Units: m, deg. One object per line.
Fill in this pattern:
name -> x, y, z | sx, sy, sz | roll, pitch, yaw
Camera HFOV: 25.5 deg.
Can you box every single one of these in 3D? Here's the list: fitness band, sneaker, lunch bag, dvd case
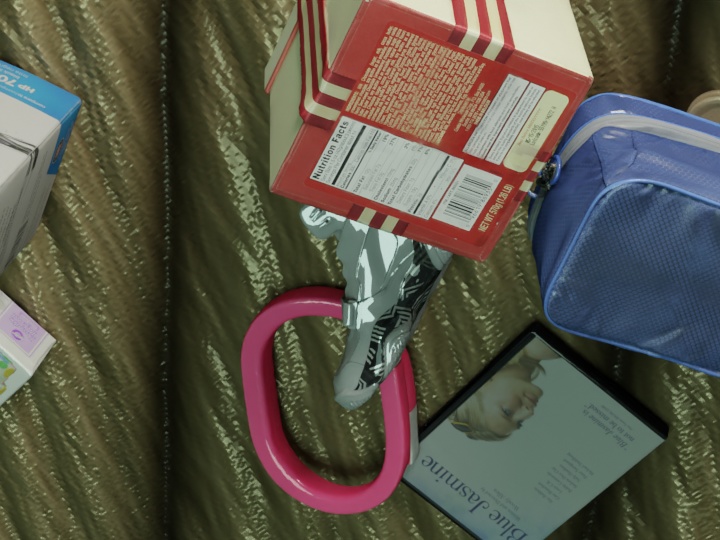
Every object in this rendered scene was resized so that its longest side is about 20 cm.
fitness band -> -0.027, 0.109, 1.309 | 0.144, 0.037, 0.200 | 3, 115, 20
sneaker -> 0.000, 0.000, 1.210 | 0.115, 0.075, 0.200 | 27, 103, 5
lunch bag -> 0.206, -0.030, 1.087 | 0.200, 0.132, 0.136 | 18, 124, -12
dvd case -> 0.133, 0.146, 1.304 | 0.143, 0.018, 0.200 | 38, 123, -8

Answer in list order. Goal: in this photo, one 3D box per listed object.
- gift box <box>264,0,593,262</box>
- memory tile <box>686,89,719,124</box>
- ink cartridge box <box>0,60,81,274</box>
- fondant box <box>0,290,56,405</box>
gift box -> 0.048, -0.129, 1.075 | 0.200, 0.187, 0.185 | 22, 124, -20
memory tile -> 0.282, -0.026, 1.160 | 0.153, 0.017, 0.200 | 19, 124, 5
ink cartridge box -> -0.303, -0.050, 1.211 | 0.086, 0.200, 0.146 | 27, 123, 0
fondant box -> -0.384, 0.080, 1.398 | 0.144, 0.058, 0.200 | 44, 123, -11
